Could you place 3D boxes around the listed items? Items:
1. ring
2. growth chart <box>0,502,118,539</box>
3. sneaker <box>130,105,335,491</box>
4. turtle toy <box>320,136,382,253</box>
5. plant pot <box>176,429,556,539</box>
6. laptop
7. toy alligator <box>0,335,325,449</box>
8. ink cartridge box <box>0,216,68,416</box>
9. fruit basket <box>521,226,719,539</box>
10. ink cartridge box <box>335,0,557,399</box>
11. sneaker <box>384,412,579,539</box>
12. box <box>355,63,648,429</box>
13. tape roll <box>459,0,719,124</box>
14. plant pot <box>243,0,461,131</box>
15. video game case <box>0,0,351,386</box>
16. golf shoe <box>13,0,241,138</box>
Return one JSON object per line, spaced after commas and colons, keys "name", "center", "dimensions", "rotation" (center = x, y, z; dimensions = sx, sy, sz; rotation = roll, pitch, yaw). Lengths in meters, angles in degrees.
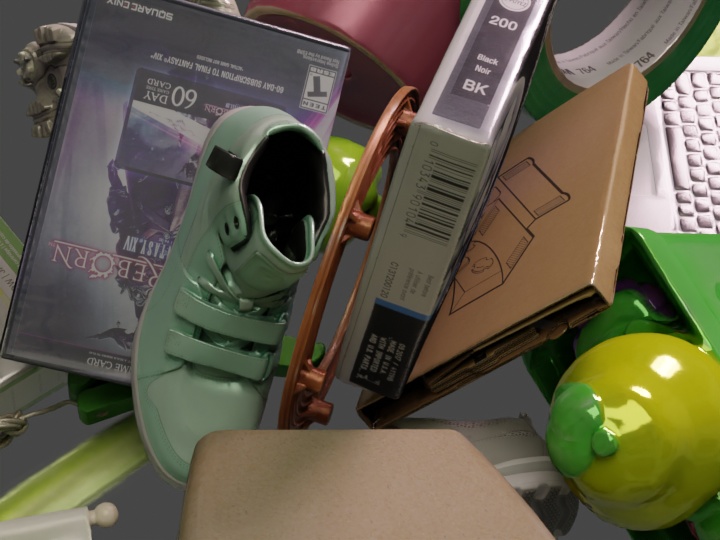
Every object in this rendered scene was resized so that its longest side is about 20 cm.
{"name": "ring", "center": [0.000, 0.000, 0.951], "dimensions": [0.019, 0.201, 0.201], "rotation": [19, 57, 6]}
{"name": "growth chart", "center": [-0.162, 0.209, 0.910], "dimensions": [0.144, 0.018, 0.201], "rotation": [-17, 59, -15]}
{"name": "sneaker", "center": [-0.064, 0.017, 0.882], "dimensions": [0.073, 0.118, 0.202], "rotation": [10, 92, -14]}
{"name": "turtle toy", "center": [-0.084, -0.045, 1.023], "dimensions": [0.199, 0.146, 0.102], "rotation": [-14, 90, -13]}
{"name": "plant pot", "center": [-0.010, 0.183, 0.834], "dimensions": [0.199, 0.200, 0.178], "rotation": [0, 42, -16]}
{"name": "laptop", "center": [0.240, -0.089, 1.082], "dimensions": [0.199, 0.116, 0.188], "rotation": [1, 56, -4]}
{"name": "toy alligator", "center": [-0.119, 0.050, 0.992], "dimensions": [0.199, 0.059, 0.054], "rotation": [-12, 58, -13]}
{"name": "ink cartridge box", "center": [-0.268, 0.044, 0.992], "dimensions": [0.199, 0.048, 0.146], "rotation": [-32, 65, -26]}
{"name": "fruit basket", "center": [0.154, 0.086, 0.920], "dimensions": [0.214, 0.156, 0.217], "rotation": [13, 54, -18]}
{"name": "ink cartridge box", "center": [0.053, -0.068, 0.898], "dimensions": [0.043, 0.199, 0.201], "rotation": [21, 51, 4]}
{"name": "sneaker", "center": [0.012, 0.120, 0.964], "dimensions": [0.199, 0.075, 0.082], "rotation": [-4, 37, -11]}
{"name": "box", "center": [0.079, -0.014, 0.977], "dimensions": [0.021, 0.163, 0.200], "rotation": [44, 36, -20]}
{"name": "tape roll", "center": [0.147, -0.179, 1.052], "dimensions": [0.200, 0.201, 0.048], "rotation": [-32, 49, -23]}
{"name": "plant pot", "center": [0.027, -0.191, 1.099], "dimensions": [0.199, 0.200, 0.180], "rotation": [27, 74, 12]}
{"name": "video game case", "center": [-0.096, -0.037, 0.941], "dimensions": [0.142, 0.019, 0.201], "rotation": [14, 90, -15]}
{"name": "golf shoe", "center": [-0.116, -0.131, 1.044], "dimensions": [0.097, 0.199, 0.079], "rotation": [-11, 91, -40]}
